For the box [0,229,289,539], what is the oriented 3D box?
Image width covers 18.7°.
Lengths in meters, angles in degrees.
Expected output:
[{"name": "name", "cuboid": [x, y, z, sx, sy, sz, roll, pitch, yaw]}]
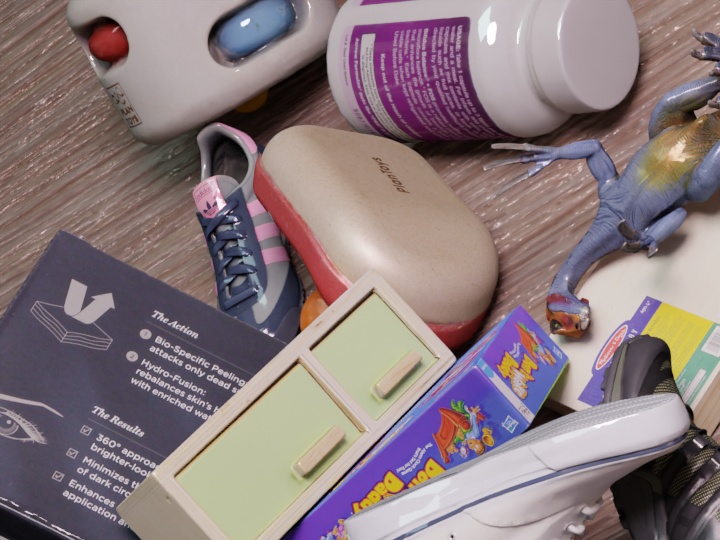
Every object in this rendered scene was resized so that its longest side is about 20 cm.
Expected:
[{"name": "box", "cuboid": [-0.147, 0.114, 1.325, 0.200, 0.196, 0.118, -62, -3, -40]}]

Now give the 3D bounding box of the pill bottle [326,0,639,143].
[{"name": "pill bottle", "cuboid": [0.082, -0.142, 1.446, 0.199, 0.112, 0.113, 1, 58, 45]}]

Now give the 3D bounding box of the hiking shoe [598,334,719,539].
[{"name": "hiking shoe", "cuboid": [0.185, 0.122, 1.142, 0.100, 0.076, 0.201, -15, 63, 13]}]

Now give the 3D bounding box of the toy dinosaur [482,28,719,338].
[{"name": "toy dinosaur", "cuboid": [0.178, -0.037, 1.268, 0.182, 0.199, 0.105, -64, 38, 40]}]

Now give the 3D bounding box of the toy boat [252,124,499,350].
[{"name": "toy boat", "cuboid": [0.000, 0.000, 1.417, 0.200, 0.130, 0.131, 53, 129, 53]}]

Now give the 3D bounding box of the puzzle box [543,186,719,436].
[{"name": "puzzle box", "cuboid": [0.191, 0.010, 1.273, 0.133, 0.025, 0.201, 24, 76, 51]}]

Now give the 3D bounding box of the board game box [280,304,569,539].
[{"name": "board game box", "cuboid": [0.024, 0.115, 1.248, 0.200, 0.045, 0.134, -44, -1, 20]}]

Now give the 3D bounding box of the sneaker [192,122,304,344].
[{"name": "sneaker", "cuboid": [-0.089, -0.018, 1.528, 0.070, 0.082, 0.201, -30, 41, 21]}]

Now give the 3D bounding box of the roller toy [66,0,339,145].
[{"name": "roller toy", "cuboid": [-0.113, -0.179, 1.614, 0.199, 0.140, 0.182, -25, 10, 22]}]

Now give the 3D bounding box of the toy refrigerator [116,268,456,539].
[{"name": "toy refrigerator", "cuboid": [-0.039, 0.091, 1.245, 0.200, 0.076, 0.070, -42, -1, -36]}]

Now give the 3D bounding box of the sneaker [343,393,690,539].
[{"name": "sneaker", "cuboid": [0.088, 0.123, 1.126, 0.199, 0.071, 0.073, -26, -1, 28]}]
